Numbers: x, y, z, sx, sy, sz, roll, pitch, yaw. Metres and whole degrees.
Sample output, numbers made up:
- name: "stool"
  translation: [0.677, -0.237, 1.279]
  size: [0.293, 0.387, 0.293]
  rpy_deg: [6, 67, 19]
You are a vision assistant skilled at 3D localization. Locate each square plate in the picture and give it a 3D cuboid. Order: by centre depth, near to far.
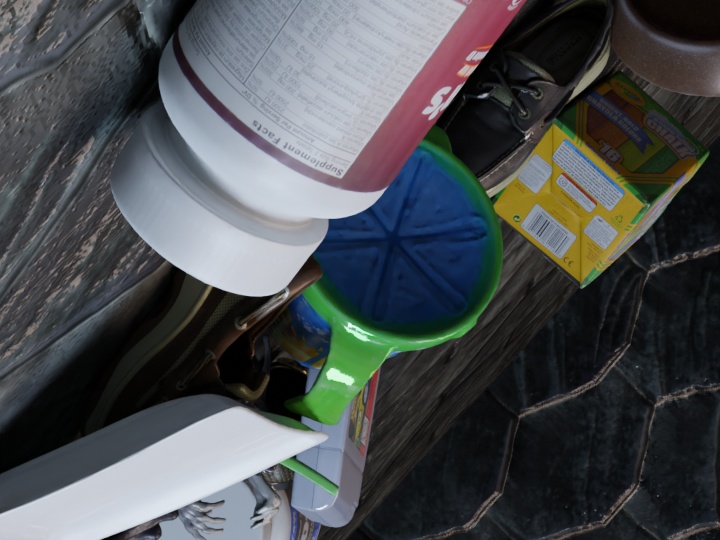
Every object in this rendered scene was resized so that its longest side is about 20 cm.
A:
- name: "square plate"
  translation: [-0.133, 0.116, 1.075]
  size: [0.200, 0.029, 0.198]
  rpy_deg: [-24, 165, 9]

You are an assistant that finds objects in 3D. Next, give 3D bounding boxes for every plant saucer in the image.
- name: "plant saucer"
  translation: [0.263, -0.214, 1.344]
  size: [0.200, 0.200, 0.035]
  rpy_deg: [-47, 141, -9]

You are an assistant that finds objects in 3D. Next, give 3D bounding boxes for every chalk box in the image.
- name: "chalk box"
  translation: [0.239, -0.097, 1.824]
  size: [0.200, 0.124, 0.124]
  rpy_deg: [-38, 166, -51]

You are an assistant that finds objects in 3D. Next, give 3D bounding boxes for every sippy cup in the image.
- name: "sippy cup"
  translation: [0.000, 0.000, 1.162]
  size: [0.178, 0.140, 0.130]
  rpy_deg: [-32, 174, -29]

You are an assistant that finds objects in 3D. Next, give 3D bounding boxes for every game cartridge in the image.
- name: "game cartridge"
  translation: [-0.012, 0.076, 1.343]
  size: [0.133, 0.041, 0.201]
  rpy_deg: [53, 45, -74]

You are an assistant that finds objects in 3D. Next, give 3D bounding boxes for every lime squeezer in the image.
- name: "lime squeezer"
  translation: [-0.111, 0.114, 1.193]
  size: [0.199, 0.071, 0.038]
  rpy_deg: [-3, 164, -16]

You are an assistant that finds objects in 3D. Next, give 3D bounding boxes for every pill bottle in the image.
- name: "pill bottle"
  translation: [-0.013, -0.092, 0.770]
  size: [0.200, 0.110, 0.110]
  rpy_deg: [-53, 169, 25]
- name: "pill bottle"
  translation: [-0.101, 0.195, 1.492]
  size: [0.114, 0.114, 0.200]
  rpy_deg: [-49, 171, 3]

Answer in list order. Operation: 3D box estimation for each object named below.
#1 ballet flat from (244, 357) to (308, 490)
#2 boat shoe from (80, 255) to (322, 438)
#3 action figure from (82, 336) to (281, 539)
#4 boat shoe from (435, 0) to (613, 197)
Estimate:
- name: "ballet flat"
  translation: [-0.055, 0.102, 1.398]
  size: [0.200, 0.067, 0.046]
  rpy_deg: [-66, 175, -72]
- name: "boat shoe"
  translation: [-0.091, 0.052, 1.092]
  size: [0.202, 0.075, 0.075]
  rpy_deg: [-55, 168, 33]
- name: "action figure"
  translation: [-0.110, 0.137, 1.266]
  size: [0.200, 0.102, 0.119]
  rpy_deg: [-43, -176, -28]
- name: "boat shoe"
  translation: [0.108, -0.126, 1.313]
  size: [0.201, 0.072, 0.066]
  rpy_deg: [-46, 162, -28]
